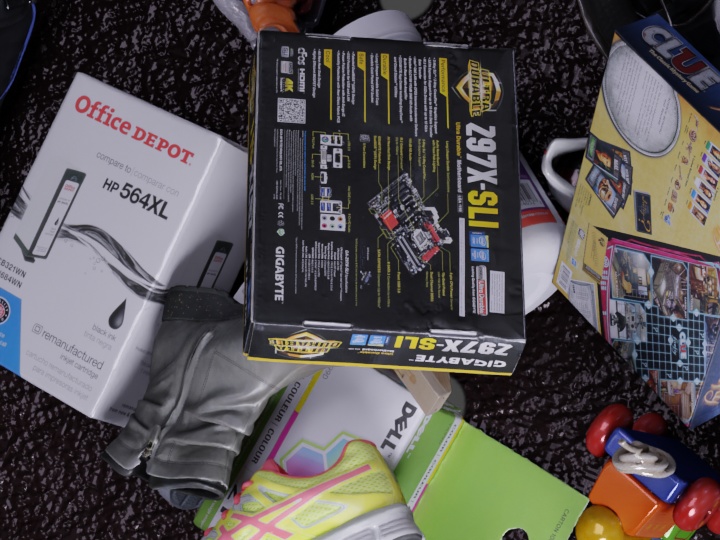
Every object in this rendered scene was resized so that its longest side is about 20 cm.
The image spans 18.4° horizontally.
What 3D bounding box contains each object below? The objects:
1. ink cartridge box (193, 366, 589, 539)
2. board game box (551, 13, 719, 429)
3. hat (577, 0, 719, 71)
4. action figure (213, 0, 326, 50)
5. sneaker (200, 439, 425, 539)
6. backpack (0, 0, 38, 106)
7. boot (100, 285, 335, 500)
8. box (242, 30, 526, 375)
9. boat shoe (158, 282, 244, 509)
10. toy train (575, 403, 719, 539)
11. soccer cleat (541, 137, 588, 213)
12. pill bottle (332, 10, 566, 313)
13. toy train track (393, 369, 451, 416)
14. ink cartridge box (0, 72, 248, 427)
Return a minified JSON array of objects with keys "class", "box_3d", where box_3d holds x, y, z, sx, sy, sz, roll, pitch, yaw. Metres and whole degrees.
[{"class":"ink cartridge box","box_3d":[0.020,0.149,1.390,0.199,0.076,0.149,30,91,26]},{"class":"board game box","box_3d":[0.178,-0.025,1.262,0.034,0.201,0.136,-22,53,-27]},{"class":"hat","box_3d":[0.196,-0.154,1.367,0.081,0.199,0.202,-39,60,56]},{"class":"action figure","box_3d":[-0.051,-0.223,1.445,0.193,0.104,0.202,36,111,65]},{"class":"sneaker","box_3d":[-0.059,0.163,1.346,0.198,0.078,0.091,-21,64,12]},{"class":"backpack","box_3d":[-0.342,-0.153,1.538,0.153,0.190,0.202,14,84,40]},{"class":"boot","box_3d":[-0.067,0.081,1.352,0.199,0.068,0.132,0,64,45]},{"class":"box","box_3d":[0.013,-0.042,1.297,0.158,0.049,0.202,4,61,-9]},{"class":"boat shoe","box_3d":[-0.075,0.062,1.459,0.067,0.074,0.201,34,83,39]},{"class":"toy train","box_3d":[0.143,0.145,1.276,0.085,0.200,0.116,39,99,24]},{"class":"soccer cleat","box_3d":[0.204,-0.047,1.351,0.198,0.085,0.069,12,83,24]},{"class":"pill bottle","box_3d":[0.044,-0.062,1.404,0.112,0.112,0.201,-34,68,12]},{"class":"toy train track","box_3d":[0.000,0.000,1.376,0.201,0.032,0.115,55,145,19]},{"class":"ink cartridge box","box_3d":[-0.161,-0.012,1.483,0.145,0.084,0.201,25,90,34]}]
